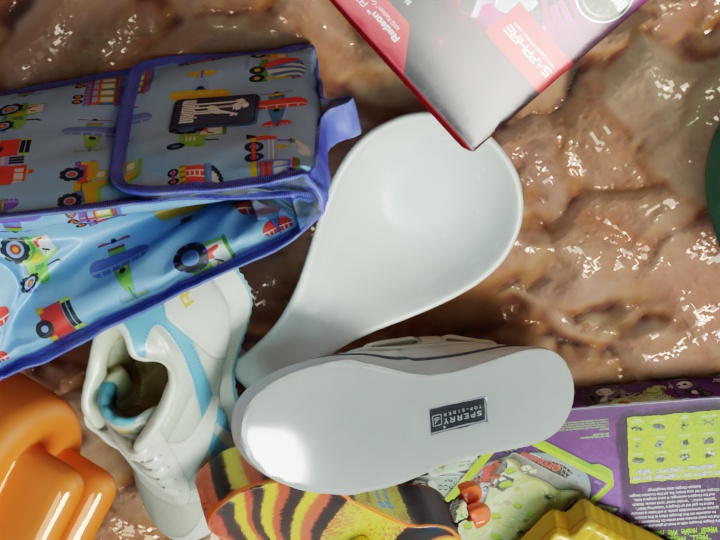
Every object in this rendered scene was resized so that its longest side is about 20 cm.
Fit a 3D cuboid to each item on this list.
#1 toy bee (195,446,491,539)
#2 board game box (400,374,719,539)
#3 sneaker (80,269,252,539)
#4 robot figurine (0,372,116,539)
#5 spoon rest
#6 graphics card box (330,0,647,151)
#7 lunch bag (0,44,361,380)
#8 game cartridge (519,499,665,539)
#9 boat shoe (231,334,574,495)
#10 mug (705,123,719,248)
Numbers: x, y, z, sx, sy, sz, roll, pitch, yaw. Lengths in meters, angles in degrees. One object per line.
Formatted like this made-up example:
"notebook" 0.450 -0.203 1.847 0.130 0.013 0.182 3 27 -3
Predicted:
"toy bee" 0.008 0.136 1.181 0.109 0.131 0.200 -38 149 11
"board game box" 0.114 0.123 1.237 0.200 0.032 0.120 -5 114 1
"sneaker" -0.107 0.074 1.151 0.076 0.081 0.200 29 138 28
"robot figurine" -0.226 0.089 1.130 0.200 0.144 0.117 28 131 20
"spoon rest" 0.000 0.000 1.148 0.099 0.061 0.200 41 111 -13
"graphics card box" 0.085 -0.168 1.056 0.200 0.051 0.125 -40 111 7
"lunch bag" -0.095 -0.043 1.072 0.200 0.151 0.094 -16 117 6
"game cartridge" 0.147 0.230 1.273 0.200 0.032 0.176 28 122 -21
"boat shoe" 0.015 0.067 1.145 0.200 0.066 0.072 -11 104 -30
"mug" 0.251 -0.038 1.107 0.152 0.114 0.185 -27 116 12
